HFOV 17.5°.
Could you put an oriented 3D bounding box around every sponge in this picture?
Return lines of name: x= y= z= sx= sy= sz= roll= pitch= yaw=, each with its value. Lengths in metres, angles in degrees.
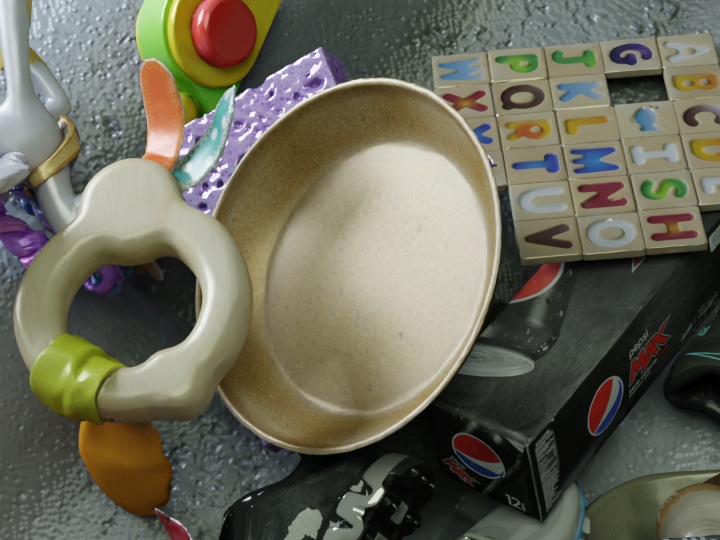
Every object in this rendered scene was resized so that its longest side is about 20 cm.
sponge: x=-0.031 y=-0.011 z=1.294 sx=0.111 sy=0.030 sz=0.200 roll=-27 pitch=66 yaw=17

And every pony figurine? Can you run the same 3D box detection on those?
pony figurine: x=-0.216 y=-0.059 z=1.292 sx=0.193 sy=0.167 sz=0.200 roll=-21 pitch=77 yaw=-31

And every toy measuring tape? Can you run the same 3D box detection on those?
toy measuring tape: x=-0.081 y=-0.172 z=1.368 sx=0.073 sy=0.074 sz=0.200 roll=19 pitch=72 yaw=10

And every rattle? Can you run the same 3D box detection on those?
rattle: x=-0.103 y=0.009 z=1.260 sx=0.130 sy=0.143 sz=0.200 roll=-12 pitch=55 yaw=23

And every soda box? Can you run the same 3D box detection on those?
soda box: x=0.120 y=0.035 z=1.249 sx=0.071 sy=0.063 sz=0.200 roll=24 pitch=54 yaw=30

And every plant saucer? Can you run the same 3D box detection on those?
plant saucer: x=0.000 y=0.000 z=1.223 sx=0.200 sy=0.035 sz=0.201 roll=-13 pitch=69 yaw=36

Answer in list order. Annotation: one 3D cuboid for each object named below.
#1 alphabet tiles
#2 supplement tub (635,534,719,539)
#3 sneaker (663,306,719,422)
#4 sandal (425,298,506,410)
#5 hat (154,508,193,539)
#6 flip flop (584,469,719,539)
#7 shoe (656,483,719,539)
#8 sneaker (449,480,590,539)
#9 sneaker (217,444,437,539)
alphabet tiles: x=0.128 y=-0.070 z=1.303 sx=0.167 sy=0.008 sz=0.200 roll=-5 pitch=38 yaw=0
supplement tub: x=0.161 y=0.178 z=1.109 sx=0.199 sy=0.107 sz=0.107 roll=-3 pitch=67 yaw=0
sneaker: x=0.248 y=0.086 z=1.230 sx=0.079 sy=0.076 sz=0.200 roll=-33 pitch=45 yaw=-28
sandal: x=0.014 y=0.014 z=1.304 sx=0.200 sy=0.045 sz=0.075 roll=34 pitch=73 yaw=15
hat: x=-0.063 y=0.230 z=1.126 sx=0.200 sy=0.176 sz=0.166 roll=-41 pitch=112 yaw=-44
flip flop: x=0.206 y=0.137 z=1.239 sx=0.199 sy=0.058 sz=0.081 roll=-5 pitch=67 yaw=0
shoe: x=0.238 y=0.178 z=1.191 sx=0.200 sy=0.053 sz=0.070 roll=30 pitch=94 yaw=-10
sneaker: x=0.040 y=0.171 z=1.206 sx=0.087 sy=0.075 sz=0.200 roll=47 pitch=70 yaw=-23
sneaker: x=-0.047 y=0.168 z=1.236 sx=0.090 sy=0.066 sz=0.200 roll=29 pitch=80 yaw=32
